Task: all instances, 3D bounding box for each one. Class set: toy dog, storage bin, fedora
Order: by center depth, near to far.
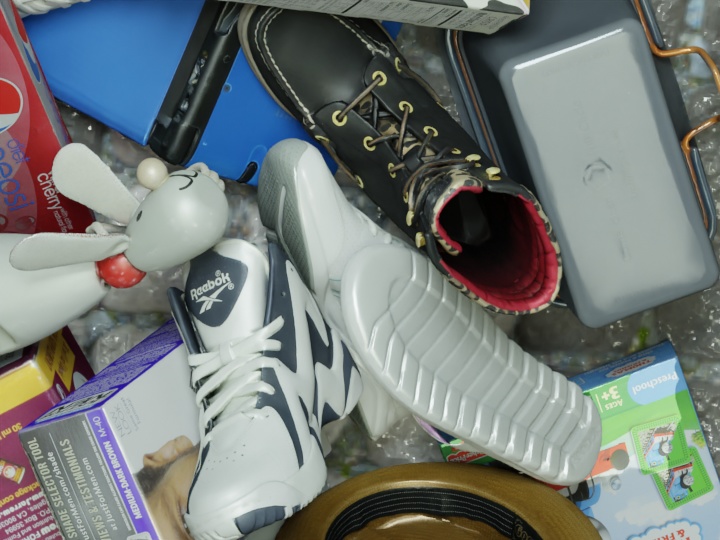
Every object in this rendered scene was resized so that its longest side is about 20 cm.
[{"bbox_3d":[-0.170,-0.017,1.421,0.199,0.132,0.097,-35,109,7],"label":"toy dog"},{"bbox_3d":[0.139,-0.069,1.500,0.145,0.134,0.201,-19,107,1],"label":"storage bin"},{"bbox_3d":[0.045,0.189,1.512,0.199,0.201,0.082,-4,124,-3],"label":"fedora"}]

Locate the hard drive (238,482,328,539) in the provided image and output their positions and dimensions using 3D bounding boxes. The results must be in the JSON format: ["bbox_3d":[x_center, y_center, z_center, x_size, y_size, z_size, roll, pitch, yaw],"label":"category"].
[{"bbox_3d":[-0.058,0.209,1.531,0.026,0.200,0.133,-3,107,24],"label":"hard drive"}]

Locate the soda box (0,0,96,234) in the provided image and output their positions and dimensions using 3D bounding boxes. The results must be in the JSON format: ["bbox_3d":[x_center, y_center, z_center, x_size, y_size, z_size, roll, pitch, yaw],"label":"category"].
[{"bbox_3d":[-0.199,-0.092,1.450,0.063,0.070,0.200,-19,142,-1],"label":"soda box"}]

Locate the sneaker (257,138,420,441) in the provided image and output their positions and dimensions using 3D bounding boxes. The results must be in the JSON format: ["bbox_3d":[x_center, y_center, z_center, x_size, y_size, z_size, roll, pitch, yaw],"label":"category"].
[{"bbox_3d":[0.000,0.000,1.537,0.080,0.070,0.201,-29,126,-10],"label":"sneaker"}]

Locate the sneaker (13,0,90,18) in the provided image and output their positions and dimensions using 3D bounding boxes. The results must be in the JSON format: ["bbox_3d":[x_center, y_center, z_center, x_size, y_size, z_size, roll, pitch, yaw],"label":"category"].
[{"bbox_3d":[-0.160,-0.172,1.457,0.200,0.075,0.100,-42,74,19],"label":"sneaker"}]

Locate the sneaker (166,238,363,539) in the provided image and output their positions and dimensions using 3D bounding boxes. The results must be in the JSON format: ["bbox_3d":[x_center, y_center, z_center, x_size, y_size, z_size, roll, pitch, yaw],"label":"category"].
[{"bbox_3d":[-0.066,0.050,1.417,0.079,0.199,0.130,-20,107,28],"label":"sneaker"}]

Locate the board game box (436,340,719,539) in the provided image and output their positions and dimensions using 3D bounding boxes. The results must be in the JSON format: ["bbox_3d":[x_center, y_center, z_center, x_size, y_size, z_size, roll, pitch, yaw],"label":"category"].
[{"bbox_3d":[0.147,0.162,1.613,0.150,0.037,0.201,-21,106,2],"label":"board game box"}]

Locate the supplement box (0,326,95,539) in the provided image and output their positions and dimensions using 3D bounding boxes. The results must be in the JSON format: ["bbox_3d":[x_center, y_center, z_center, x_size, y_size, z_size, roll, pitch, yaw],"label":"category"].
[{"bbox_3d":[-0.176,0.136,1.534,0.103,0.131,0.201,-27,106,4],"label":"supplement box"}]

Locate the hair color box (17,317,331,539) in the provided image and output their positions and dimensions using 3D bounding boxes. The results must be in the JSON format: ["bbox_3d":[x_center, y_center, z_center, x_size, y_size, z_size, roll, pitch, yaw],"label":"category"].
[{"bbox_3d":[-0.097,0.094,1.485,0.064,0.200,0.110,-17,101,30],"label":"hair color box"}]

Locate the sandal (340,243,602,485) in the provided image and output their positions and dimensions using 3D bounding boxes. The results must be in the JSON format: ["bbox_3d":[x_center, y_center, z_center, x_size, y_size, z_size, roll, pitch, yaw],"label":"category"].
[{"bbox_3d":[0.053,0.063,1.522,0.202,0.050,0.083,40,58,-26],"label":"sandal"}]

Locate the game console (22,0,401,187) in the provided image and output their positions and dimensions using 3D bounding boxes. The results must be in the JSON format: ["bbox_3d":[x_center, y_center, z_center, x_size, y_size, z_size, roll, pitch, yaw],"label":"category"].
[{"bbox_3d":[-0.073,-0.164,1.519,0.170,0.118,0.201,14,106,-40],"label":"game console"}]

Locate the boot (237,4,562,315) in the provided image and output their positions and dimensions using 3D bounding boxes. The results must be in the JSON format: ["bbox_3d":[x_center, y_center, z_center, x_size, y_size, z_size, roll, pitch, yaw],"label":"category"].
[{"bbox_3d":[0.024,-0.065,1.455,0.073,0.151,0.200,-40,123,-1],"label":"boot"}]

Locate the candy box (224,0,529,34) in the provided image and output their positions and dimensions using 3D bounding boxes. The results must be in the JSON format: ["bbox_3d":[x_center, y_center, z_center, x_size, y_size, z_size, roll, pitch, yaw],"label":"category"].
[{"bbox_3d":[-0.009,-0.205,1.410,0.199,0.061,0.137,5,84,-17],"label":"candy box"}]
